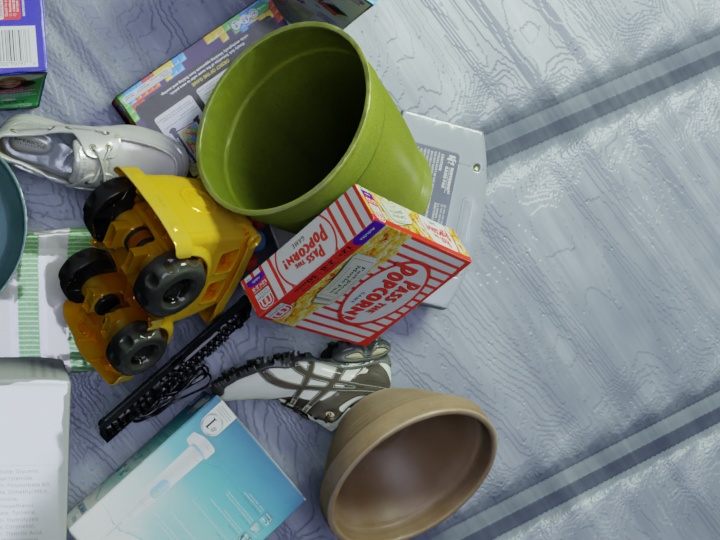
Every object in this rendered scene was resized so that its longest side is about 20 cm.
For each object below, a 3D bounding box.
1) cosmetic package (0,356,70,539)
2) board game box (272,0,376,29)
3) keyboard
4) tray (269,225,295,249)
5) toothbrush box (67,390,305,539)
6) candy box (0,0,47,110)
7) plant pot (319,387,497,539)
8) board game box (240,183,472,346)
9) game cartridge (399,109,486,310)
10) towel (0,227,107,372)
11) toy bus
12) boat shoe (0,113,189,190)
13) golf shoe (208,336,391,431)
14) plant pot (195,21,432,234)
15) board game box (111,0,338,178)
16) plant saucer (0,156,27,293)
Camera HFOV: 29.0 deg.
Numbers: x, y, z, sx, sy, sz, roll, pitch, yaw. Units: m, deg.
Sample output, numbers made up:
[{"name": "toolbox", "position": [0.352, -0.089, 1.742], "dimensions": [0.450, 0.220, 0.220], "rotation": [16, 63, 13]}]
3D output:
[{"name": "cosmetic package", "position": [-0.364, 0.191, 1.331], "dimensions": [0.163, 0.165, 0.202], "rotation": [2, 93, -15]}, {"name": "board game box", "position": [-0.064, -0.306, 1.424], "dimensions": [0.152, 0.200, 0.041], "rotation": [32, 80, -12]}, {"name": "keyboard", "position": [-0.180, 0.110, 1.422], "dimensions": [0.200, 0.104, 0.040], "rotation": [-41, 84, -14]}, {"name": "tray", "position": [0.005, -0.039, 1.523], "dimensions": [0.199, 0.022, 0.108], "rotation": [-21, 93, -15]}, {"name": "toothbrush box", "position": [-0.181, 0.245, 1.427], "dimensions": [0.200, 0.085, 0.147], "rotation": [-43, 99, -14]}, {"name": "candy box", "position": [-0.346, -0.253, 1.344], "dimensions": [0.076, 0.200, 0.171], "rotation": [-4, 88, -14]}, {"name": "plant pot", "position": [0.037, 0.190, 1.465], "dimensions": [0.199, 0.093, 0.202], "rotation": [-18, 137, -18]}, {"name": "board game box", "position": [0.000, 0.000, 1.365], "dimensions": [0.151, 0.200, 0.047], "rotation": [-40, 62, 19]}, {"name": "game cartridge", "position": [0.067, -0.065, 1.512], "dimensions": [0.132, 0.041, 0.202], "rotation": [14, 84, -11]}, {"name": "towel", "position": [-0.324, 0.031, 1.429], "dimensions": [0.198, 0.023, 0.154], "rotation": [-3, 89, -16]}, {"name": "toy bus", "position": [-0.182, -0.001, 1.389], "dimensions": [0.191, 0.201, 0.136], "rotation": [-9, 49, -45]}, {"name": "boat shoe", "position": [-0.274, -0.110, 1.399], "dimensions": [0.198, 0.069, 0.071], "rotation": [7, 107, 2]}, {"name": "golf shoe", "position": [-0.057, 0.128, 1.471], "dimensions": [0.198, 0.078, 0.095], "rotation": [-9, 90, -14]}, {"name": "plant pot", "position": [-0.028, -0.109, 1.386], "dimensions": [0.193, 0.199, 0.202], "rotation": [36, 76, -51]}, {"name": "board game box", "position": [-0.134, -0.167, 1.474], "dimensions": [0.199, 0.057, 0.166], "rotation": [-36, 99, -14]}, {"name": "plant saucer", "position": [-0.425, -0.041, 1.380], "dimensions": [0.198, 0.036, 0.202], "rotation": [0, 84, 0]}]
